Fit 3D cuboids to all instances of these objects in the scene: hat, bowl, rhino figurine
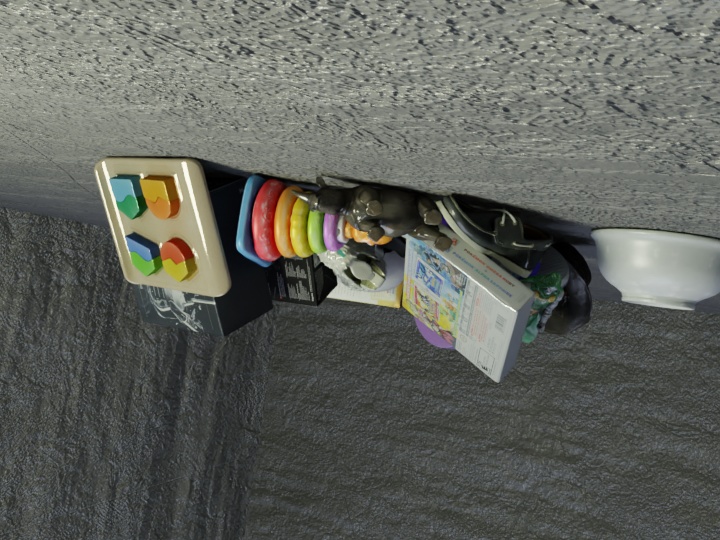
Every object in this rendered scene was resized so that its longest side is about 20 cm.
[{"bbox_3d":[0.308,0.005,1.500,0.081,0.201,0.201,-38,-159,-25],"label":"hat"},{"bbox_3d":[0.406,0.003,1.267,0.201,0.090,0.201,8,177,0],"label":"bowl"},{"bbox_3d":[0.011,-0.073,1.146,0.200,0.060,0.087,10,-160,-16],"label":"rhino figurine"}]

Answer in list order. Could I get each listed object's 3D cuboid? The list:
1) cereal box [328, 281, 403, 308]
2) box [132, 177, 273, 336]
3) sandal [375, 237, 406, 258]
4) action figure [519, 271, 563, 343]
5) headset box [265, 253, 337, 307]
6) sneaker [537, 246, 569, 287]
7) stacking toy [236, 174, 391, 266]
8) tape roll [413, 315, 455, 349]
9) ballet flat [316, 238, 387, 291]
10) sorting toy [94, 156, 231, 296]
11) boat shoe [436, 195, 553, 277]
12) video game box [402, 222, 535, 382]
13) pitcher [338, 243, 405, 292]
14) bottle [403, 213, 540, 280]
[{"bbox_3d":[-0.016,-0.018,1.662,0.200,0.144,0.040,9,179,8],"label":"cereal box"},{"bbox_3d":[-0.239,-0.026,1.332,0.182,0.200,0.104,5,-155,39],"label":"box"},{"bbox_3d":[0.020,-0.052,1.346,0.076,0.043,0.200,50,-171,19],"label":"sandal"},{"bbox_3d":[0.223,0.055,1.303,0.118,0.055,0.200,10,148,-14],"label":"action figure"},{"bbox_3d":[-0.144,-0.038,1.397,0.200,0.149,0.077,7,-150,25],"label":"headset box"},{"bbox_3d":[0.249,0.008,1.447,0.200,0.073,0.114,28,152,49],"label":"sneaker"},{"bbox_3d":[-0.053,-0.059,1.222,0.200,0.110,0.116,6,169,17],"label":"stacking toy"},{"bbox_3d":[0.181,0.043,1.701,0.066,0.200,0.200,11,177,-36],"label":"tape roll"},{"bbox_3d":[0.000,0.000,1.398,0.072,0.072,0.200,7,169,26],"label":"ballet flat"},{"bbox_3d":[-0.267,-0.057,1.239,0.200,0.185,0.036,5,-155,39],"label":"sorting toy"},{"bbox_3d":[0.169,-0.056,1.186,0.200,0.068,0.072,25,-152,-42],"label":"boat shoe"},{"bbox_3d":[0.137,0.040,1.258,0.182,0.047,0.200,37,155,21],"label":"video game box"},{"bbox_3d":[-0.029,-0.047,1.558,0.200,0.121,0.172,21,-169,-26],"label":"pitcher"},{"bbox_3d":[0.151,-0.030,1.320,0.200,0.084,0.065,25,-166,-15],"label":"bottle"}]
